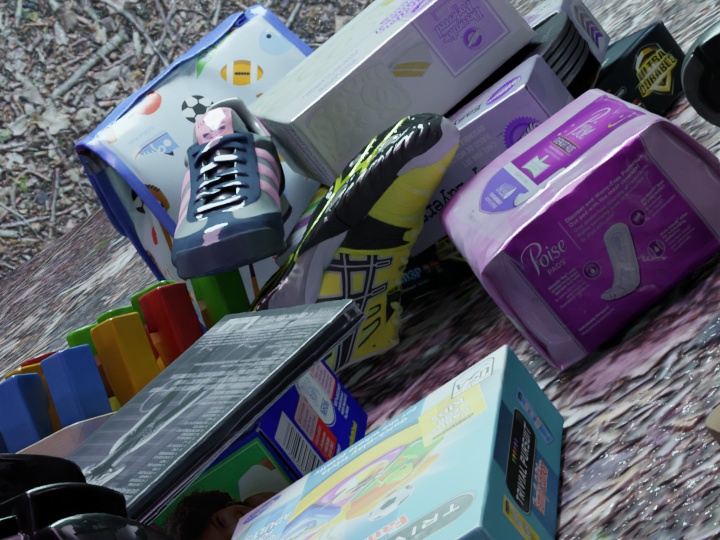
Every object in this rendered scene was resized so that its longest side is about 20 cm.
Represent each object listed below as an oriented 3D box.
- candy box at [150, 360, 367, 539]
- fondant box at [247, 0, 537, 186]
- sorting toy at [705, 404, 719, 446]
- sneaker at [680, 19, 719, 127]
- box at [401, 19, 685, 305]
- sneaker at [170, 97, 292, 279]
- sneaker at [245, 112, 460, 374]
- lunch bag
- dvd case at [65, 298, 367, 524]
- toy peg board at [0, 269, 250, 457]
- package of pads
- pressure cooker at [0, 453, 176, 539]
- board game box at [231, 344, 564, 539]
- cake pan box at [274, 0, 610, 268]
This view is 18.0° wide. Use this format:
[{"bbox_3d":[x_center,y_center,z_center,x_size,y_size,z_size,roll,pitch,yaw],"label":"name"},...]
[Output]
[{"bbox_3d":[-0.100,0.129,1.141,0.200,0.077,0.169,-36,11,12],"label":"candy box"},{"bbox_3d":[0.013,-0.118,1.378,0.144,0.058,0.200,-40,12,-4],"label":"fondant box"},{"bbox_3d":[0.214,0.018,0.589,0.200,0.070,0.199,-38,10,-4],"label":"sorting toy"},{"bbox_3d":[0.254,-0.147,1.188,0.200,0.075,0.079,-28,11,41],"label":"sneaker"},{"bbox_3d":[0.101,-0.065,1.417,0.159,0.046,0.200,-24,17,51],"label":"box"},{"bbox_3d":[-0.082,-0.049,1.322,0.070,0.082,0.200,-14,12,2],"label":"sneaker"},{"bbox_3d":[0.000,0.000,1.248,0.200,0.076,0.075,-54,6,22],"label":"sneaker"},{"bbox_3d":[-0.072,-0.055,1.524,0.170,0.200,0.124,-42,11,-21],"label":"lunch bag"},{"bbox_3d":[-0.100,0.084,1.084,0.200,0.016,0.149,-42,15,-24],"label":"dvd case"},{"bbox_3d":[-0.162,0.071,1.351,0.199,0.098,0.200,-13,-11,-46],"label":"toy peg board"},{"bbox_3d":[0.110,-0.027,1.130,0.120,0.076,0.200,-40,9,3],"label":"package of pads"},{"bbox_3d":[-0.113,0.171,0.718,0.200,0.176,0.179,-31,15,48],"label":"pressure cooker"},{"bbox_3d":[0.006,0.118,0.914,0.151,0.047,0.200,-35,10,15],"label":"board game box"},{"bbox_3d":[0.055,-0.074,1.343,0.200,0.052,0.184,-34,15,26],"label":"cake pan box"}]
